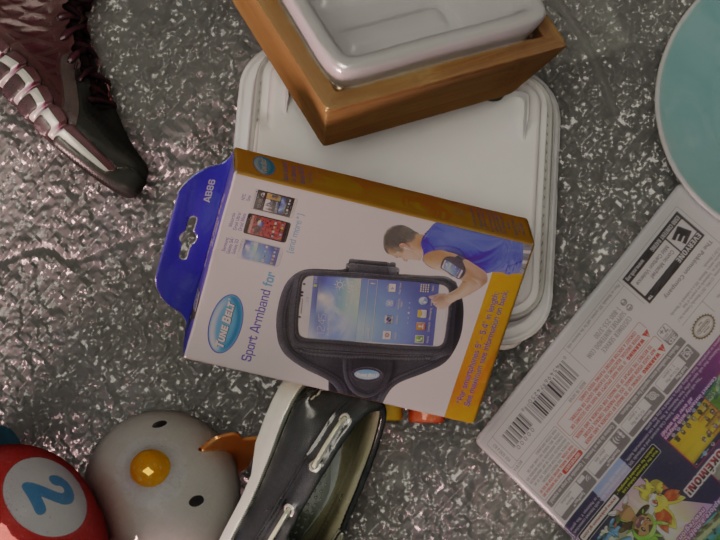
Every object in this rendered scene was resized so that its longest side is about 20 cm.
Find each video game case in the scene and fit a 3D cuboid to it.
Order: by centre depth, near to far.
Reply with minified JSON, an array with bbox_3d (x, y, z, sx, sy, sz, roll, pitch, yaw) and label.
[{"bbox_3d":[0.190,0.082,1.228,0.182,0.023,0.201,43,101,27],"label":"video game case"}]

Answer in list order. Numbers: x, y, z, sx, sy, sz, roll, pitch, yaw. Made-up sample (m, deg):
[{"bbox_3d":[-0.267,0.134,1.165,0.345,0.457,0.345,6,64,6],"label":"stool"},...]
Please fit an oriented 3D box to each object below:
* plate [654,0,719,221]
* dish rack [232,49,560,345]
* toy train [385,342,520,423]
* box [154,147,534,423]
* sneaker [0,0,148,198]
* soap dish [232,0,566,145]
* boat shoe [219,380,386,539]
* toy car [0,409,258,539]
[{"bbox_3d":[0.272,-0.100,1.244,0.198,0.026,0.202,-5,67,12],"label":"plate"},{"bbox_3d":[0.023,-0.051,1.254,0.198,0.044,0.174,6,76,-6],"label":"dish rack"},{"bbox_3d":[0.000,0.000,1.284,0.200,0.056,0.150,42,93,10],"label":"toy train"},{"bbox_3d":[-0.013,0.008,1.199,0.198,0.042,0.120,12,114,-11],"label":"box"},{"bbox_3d":[-0.177,-0.148,1.315,0.116,0.076,0.200,-44,80,0],"label":"sneaker"},{"bbox_3d":[0.002,-0.169,1.235,0.156,0.082,0.201,-17,56,-23],"label":"soap dish"},{"bbox_3d":[-0.040,0.156,1.252,0.060,0.075,0.202,24,106,32],"label":"boat shoe"},{"bbox_3d":[-0.141,0.136,1.249,0.199,0.177,0.185,-29,70,-7],"label":"toy car"}]
